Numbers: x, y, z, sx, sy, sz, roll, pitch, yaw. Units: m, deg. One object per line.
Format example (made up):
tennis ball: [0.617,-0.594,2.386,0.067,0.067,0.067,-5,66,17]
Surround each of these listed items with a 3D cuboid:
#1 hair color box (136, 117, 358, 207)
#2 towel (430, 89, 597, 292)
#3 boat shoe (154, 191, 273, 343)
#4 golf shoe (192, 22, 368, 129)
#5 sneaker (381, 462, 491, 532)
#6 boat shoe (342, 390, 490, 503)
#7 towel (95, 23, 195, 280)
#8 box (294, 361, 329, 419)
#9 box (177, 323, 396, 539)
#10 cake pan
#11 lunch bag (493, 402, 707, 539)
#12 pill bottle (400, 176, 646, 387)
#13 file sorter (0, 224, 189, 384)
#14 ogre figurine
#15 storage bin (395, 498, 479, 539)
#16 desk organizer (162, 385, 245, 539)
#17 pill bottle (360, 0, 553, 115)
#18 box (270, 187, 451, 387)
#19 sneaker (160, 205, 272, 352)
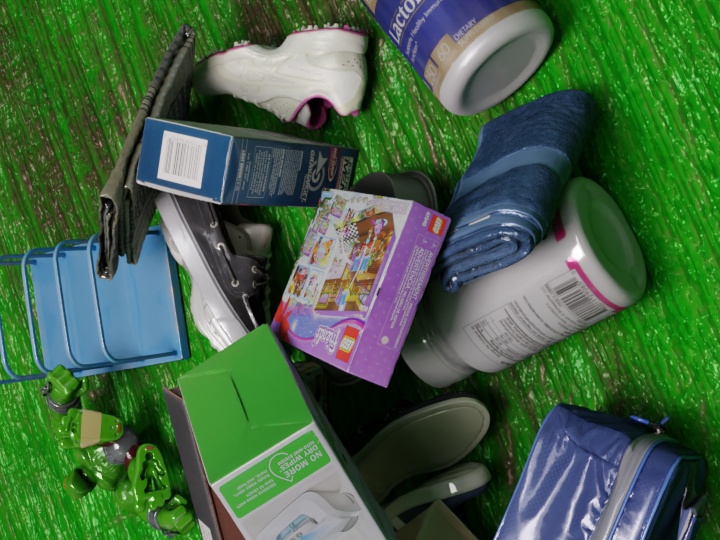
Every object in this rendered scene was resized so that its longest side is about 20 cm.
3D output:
hair color box: [-0.098,-0.094,1.272,0.099,0.199,0.061,15,99,31]
towel: [0.120,-0.070,1.132,0.111,0.201,0.049,-25,113,39]
boat shoe: [-0.117,0.001,1.311,0.066,0.070,0.201,-30,76,2]
golf shoe: [-0.080,-0.175,1.336,0.198,0.075,0.093,-6,92,34]
sneaker: [0.051,0.242,1.272,0.199,0.075,0.085,-35,80,35]
boat shoe: [0.037,0.152,1.278,0.199,0.074,0.066,-43,26,33]
towel: [-0.195,-0.102,1.321,0.034,0.193,0.202,21,65,-2]
box: [-0.058,0.191,1.312,0.034,0.110,0.203,1,92,13]
box: [-0.052,0.166,1.134,0.096,0.200,0.177,-30,114,-3]
cake pan: [0.000,0.000,1.241,0.200,0.036,0.202,-49,29,38]
lunch bag: [0.196,0.204,1.124,0.131,0.136,0.202,24,94,26]
pill bottle: [0.127,0.015,1.182,0.199,0.113,0.114,-30,76,30]
file sorter: [-0.298,0.039,1.458,0.198,0.122,0.140,-11,85,33]
ogre figurine: [-0.250,0.189,1.430,0.099,0.199,0.120,-64,12,-22]
storage bin: [0.053,0.337,1.222,0.199,0.094,0.200,46,117,-5]
desk organizer: [-0.123,0.202,1.375,0.072,0.076,0.202,14,119,65]
pill bottle: [0.064,-0.241,1.212,0.116,0.115,0.201,-47,68,26]
box: [-0.006,0.008,1.145,0.138,0.039,0.200,-68,22,-2]
sneaker: [-0.118,0.001,1.368,0.099,0.078,0.201,-34,76,25]
